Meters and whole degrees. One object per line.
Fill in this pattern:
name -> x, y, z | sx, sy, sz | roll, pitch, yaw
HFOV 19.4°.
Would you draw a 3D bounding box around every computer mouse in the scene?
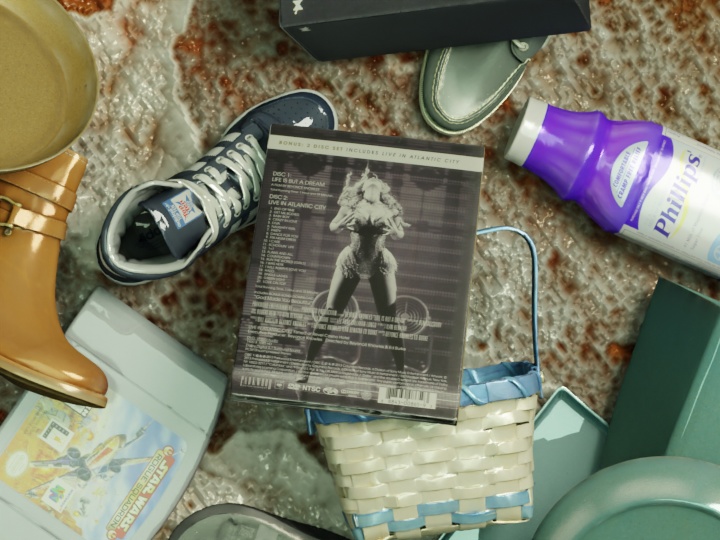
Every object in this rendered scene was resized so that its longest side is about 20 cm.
computer mouse -> -0.043, 0.226, 1.458 | 0.199, 0.053, 0.139 | 25, 91, -4

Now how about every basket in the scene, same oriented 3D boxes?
basket -> 0.038, 0.076, 1.421 | 0.175, 0.139, 0.202 | -5, 96, -1

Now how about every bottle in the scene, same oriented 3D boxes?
bottle -> 0.199, -0.061, 1.473 | 0.199, 0.065, 0.084 | 24, 88, -3

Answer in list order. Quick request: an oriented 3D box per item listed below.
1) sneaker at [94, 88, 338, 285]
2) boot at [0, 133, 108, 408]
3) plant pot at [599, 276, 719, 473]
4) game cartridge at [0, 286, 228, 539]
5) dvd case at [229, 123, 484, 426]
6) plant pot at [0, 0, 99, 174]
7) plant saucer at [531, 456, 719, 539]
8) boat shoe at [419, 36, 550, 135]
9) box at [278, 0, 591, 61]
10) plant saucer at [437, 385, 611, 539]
sneaker -> -0.096, -0.056, 1.433 | 0.199, 0.108, 0.070 | -36, 91, -4
boot -> -0.223, -0.008, 1.426 | 0.199, 0.074, 0.155 | 30, 81, 13
plant pot -> 0.243, 0.131, 1.428 | 0.140, 0.141, 0.201 | 23, 94, -13
game cartridge -> -0.185, 0.130, 1.460 | 0.133, 0.042, 0.201 | 34, 87, 2
dvd case -> 0.000, 0.000, 1.382 | 0.147, 0.016, 0.202 | 6, 64, 2
plant pot -> -0.274, -0.137, 1.415 | 0.198, 0.028, 0.201 | 16, 47, -18
plant saucer -> 0.199, 0.221, 1.358 | 0.198, 0.027, 0.202 | 2, 100, 13
boat shoe -> 0.106, -0.186, 1.472 | 0.073, 0.062, 0.201 | 34, 88, -4
box -> 0.046, -0.249, 1.415 | 0.198, 0.104, 0.184 | -5, 80, 14
plant saucer -> 0.105, 0.180, 1.485 | 0.070, 0.019, 0.200 | 39, 86, -2
